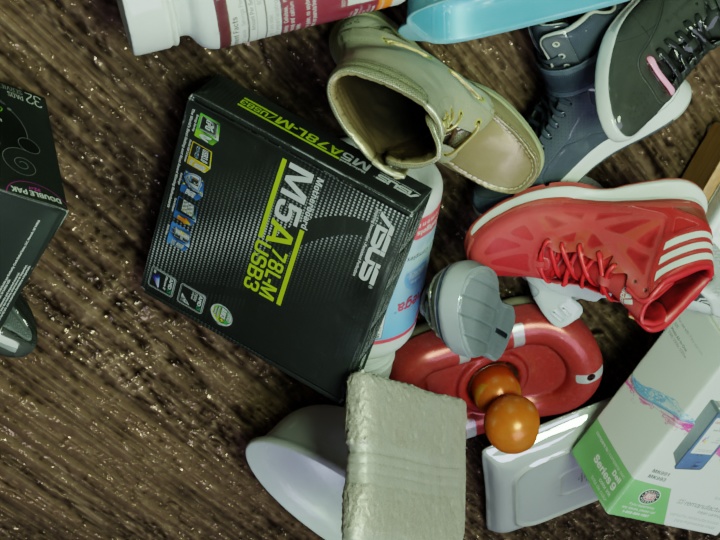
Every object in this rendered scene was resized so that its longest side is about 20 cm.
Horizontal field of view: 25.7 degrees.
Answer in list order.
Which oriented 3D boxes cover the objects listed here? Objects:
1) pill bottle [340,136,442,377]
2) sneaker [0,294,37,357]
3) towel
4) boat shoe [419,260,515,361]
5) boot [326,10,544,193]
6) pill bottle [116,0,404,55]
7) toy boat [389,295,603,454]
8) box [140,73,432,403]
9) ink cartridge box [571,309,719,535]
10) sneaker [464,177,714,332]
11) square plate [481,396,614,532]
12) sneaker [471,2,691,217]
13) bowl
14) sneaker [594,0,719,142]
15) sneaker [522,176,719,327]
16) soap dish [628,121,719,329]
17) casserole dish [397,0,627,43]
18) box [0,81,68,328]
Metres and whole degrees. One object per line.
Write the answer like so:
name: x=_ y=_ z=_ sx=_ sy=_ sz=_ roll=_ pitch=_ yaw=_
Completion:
pill bottle: x=0.000 y=0.000 z=1.290 sx=0.108 sy=0.109 sz=0.202 roll=-4 pitch=128 yaw=-17
sneaker: x=-0.354 y=0.026 z=1.212 sx=0.115 sy=0.075 sz=0.200 roll=-41 pitch=119 yaw=20
towel: x=0.036 y=0.157 z=1.273 sx=0.034 sy=0.134 sz=0.200 roll=-5 pitch=166 yaw=26
boat shoe: x=0.079 y=0.035 z=1.287 sx=0.200 sy=0.061 sz=0.073 roll=46 pitch=62 yaw=-70
boot: x=0.057 y=-0.104 z=1.163 sx=0.199 sy=0.155 sz=0.072 roll=37 pitch=110 yaw=-14
pill bottle: x=-0.073 y=-0.218 z=1.088 sx=0.198 sy=0.115 sz=0.115 roll=-15 pitch=130 yaw=-8
toy boat: x=0.125 y=0.110 z=1.408 sx=0.198 sy=0.131 sz=0.131 roll=-16 pitch=131 yaw=-7
box: x=-0.062 y=-0.022 z=1.210 sx=0.192 sy=0.048 sz=0.201 roll=31 pitch=129 yaw=11
ink cartridge box: x=0.310 y=0.132 z=1.420 sx=0.144 sy=0.088 sz=0.201 roll=16 pitch=119 yaw=-32
sneaker: x=0.182 y=-0.007 z=1.241 sx=0.198 sy=0.116 sz=0.079 roll=-13 pitch=135 yaw=10
square plate: x=0.214 y=0.188 z=1.532 sx=0.196 sy=0.029 sz=0.201 roll=-20 pitch=150 yaw=-5
sneaker: x=0.145 y=-0.136 z=1.260 sx=0.202 sy=0.077 sz=0.146 roll=-36 pitch=127 yaw=14
bowl: x=0.002 y=0.181 z=1.411 sx=0.091 sy=0.200 sz=0.202 roll=-55 pitch=135 yaw=-23
sneaker: x=0.250 y=-0.179 z=1.181 sx=0.071 sy=0.099 sz=0.201 roll=50 pitch=59 yaw=-30
sneaker: x=0.224 y=0.004 z=1.359 sx=0.199 sy=0.075 sz=0.116 roll=30 pitch=132 yaw=9
soap dish: x=0.340 y=-0.033 z=1.408 sx=0.156 sy=0.082 sz=0.201 roll=10 pitch=123 yaw=-26
casserole dish: x=0.120 y=-0.209 z=1.136 sx=0.198 sy=0.039 sz=0.121 roll=-13 pitch=172 yaw=16
box: x=-0.324 y=-0.067 z=1.090 sx=0.199 sy=0.149 sz=0.125 roll=19 pitch=120 yaw=-32
